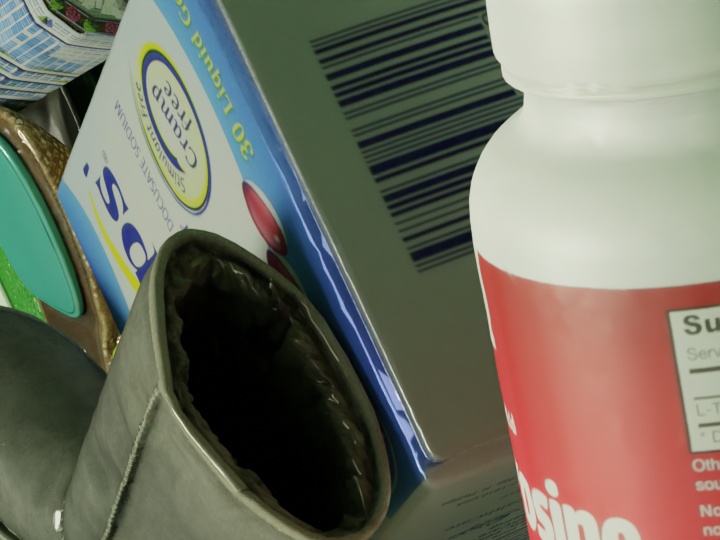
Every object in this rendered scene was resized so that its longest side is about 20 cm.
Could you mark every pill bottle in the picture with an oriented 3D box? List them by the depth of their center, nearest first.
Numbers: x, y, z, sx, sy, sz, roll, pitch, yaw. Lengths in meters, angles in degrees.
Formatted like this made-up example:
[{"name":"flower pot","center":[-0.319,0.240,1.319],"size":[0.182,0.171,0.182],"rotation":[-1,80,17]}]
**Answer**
[{"name":"pill bottle","center":[0.087,0.017,0.665],"size":[0.112,0.112,0.201],"rotation":[25,130,60]}]

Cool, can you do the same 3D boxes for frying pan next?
[{"name":"frying pan","center":[-0.133,-0.038,1.237],"size":[0.115,0.031,0.190],"rotation":[65,161,13]}]

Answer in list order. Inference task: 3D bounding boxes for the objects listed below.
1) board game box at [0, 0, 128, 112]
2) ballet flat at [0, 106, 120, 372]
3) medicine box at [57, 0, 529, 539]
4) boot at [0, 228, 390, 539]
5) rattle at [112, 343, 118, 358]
[{"name":"board game box","center":[-0.132,-0.172,1.035],"size":[0.200,0.061,0.201],"rotation":[160,106,-65]},{"name":"ballet flat","center":[-0.103,0.008,1.147],"size":[0.070,0.065,0.201],"rotation":[29,143,46]},{"name":"medicine box","center":[0.000,0.000,0.866],"size":[0.183,0.102,0.200],"rotation":[64,157,15]},{"name":"boot","center":[-0.069,0.045,0.835],"size":[0.182,0.072,0.200],"rotation":[48,159,16]},{"name":"rattle","center":[-0.098,-0.023,1.037],"size":[0.130,0.142,0.201],"rotation":[-111,6,-59]}]
